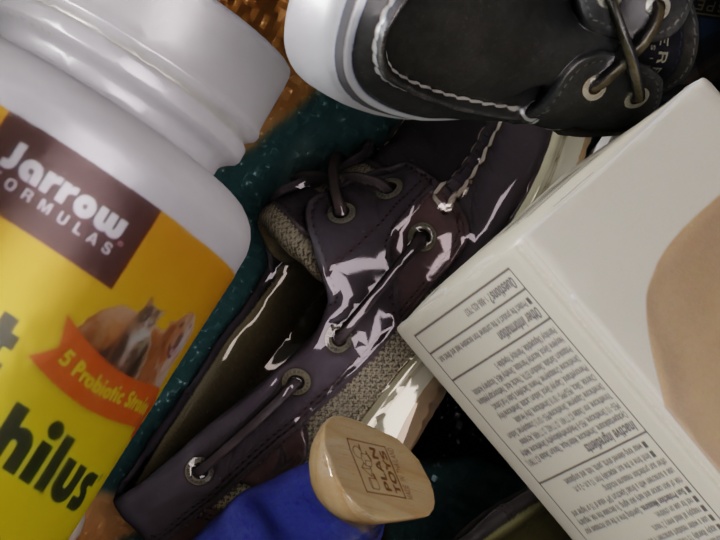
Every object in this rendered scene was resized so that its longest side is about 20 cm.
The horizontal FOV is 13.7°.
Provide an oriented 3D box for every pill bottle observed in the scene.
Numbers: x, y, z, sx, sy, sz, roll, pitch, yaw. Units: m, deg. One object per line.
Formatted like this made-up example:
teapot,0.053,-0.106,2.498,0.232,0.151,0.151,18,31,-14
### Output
pill bottle,-0.103,0.011,0.793,0.109,0.109,0.200,33,84,-17

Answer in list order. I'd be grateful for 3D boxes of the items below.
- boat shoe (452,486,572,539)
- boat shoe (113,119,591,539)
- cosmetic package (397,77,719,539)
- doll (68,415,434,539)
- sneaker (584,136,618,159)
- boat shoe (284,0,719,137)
boat shoe,0.097,0.075,0.841,0.200,0.066,0.072,-22,66,-22
boat shoe,0.000,0.000,0.846,0.065,0.072,0.200,30,90,-22
cosmetic package,0.109,0.059,0.761,0.071,0.105,0.200,-40,92,-21
doll,-0.060,0.117,0.805,0.200,0.048,0.137,-38,66,25
sneaker,0.133,-0.001,0.900,0.200,0.085,0.073,4,49,-31
boat shoe,0.065,-0.067,0.776,0.200,0.057,0.069,-7,120,-48
